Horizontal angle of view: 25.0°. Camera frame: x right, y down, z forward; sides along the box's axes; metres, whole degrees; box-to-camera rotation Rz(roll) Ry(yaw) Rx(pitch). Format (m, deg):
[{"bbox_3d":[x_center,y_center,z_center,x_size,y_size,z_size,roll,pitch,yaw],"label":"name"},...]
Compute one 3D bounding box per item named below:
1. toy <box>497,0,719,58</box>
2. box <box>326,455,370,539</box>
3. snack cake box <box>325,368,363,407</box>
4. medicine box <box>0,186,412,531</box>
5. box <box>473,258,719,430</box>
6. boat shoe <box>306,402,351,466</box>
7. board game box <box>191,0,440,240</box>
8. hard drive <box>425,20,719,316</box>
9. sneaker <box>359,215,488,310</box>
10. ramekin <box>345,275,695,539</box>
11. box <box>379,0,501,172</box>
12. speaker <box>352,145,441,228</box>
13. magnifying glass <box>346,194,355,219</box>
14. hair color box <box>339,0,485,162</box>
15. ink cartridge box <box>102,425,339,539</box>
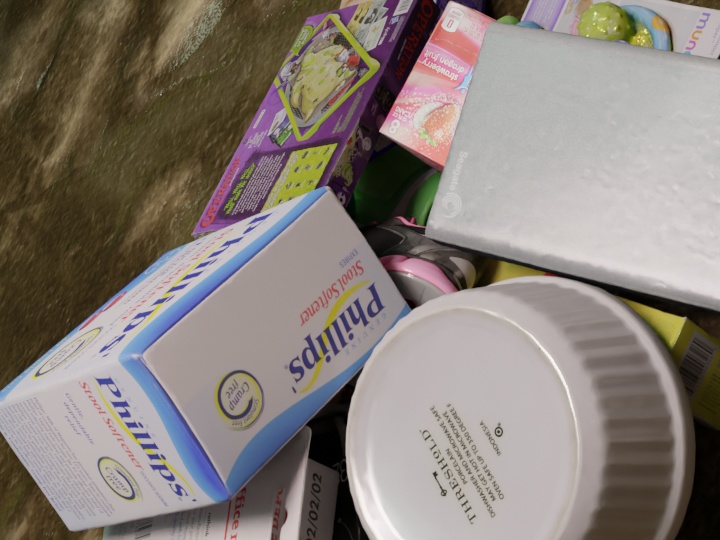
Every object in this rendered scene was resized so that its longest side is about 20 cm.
[{"bbox_3d":[0.158,-0.150,1.143,0.199,0.047,0.116,24,89,54],"label":"toy"},{"bbox_3d":[-0.006,0.246,1.025,0.148,0.124,0.201,-33,46,34],"label":"box"},{"bbox_3d":[-0.047,0.088,1.182,0.067,0.115,0.202,12,77,52],"label":"snack cake box"},{"bbox_3d":[-0.101,0.057,1.001,0.199,0.103,0.182,-20,18,50],"label":"medicine box"},{"bbox_3d":[0.143,0.039,1.020,0.199,0.075,0.050,23,84,54],"label":"box"},{"bbox_3d":[-0.001,0.117,1.078,0.198,0.066,0.073,-9,66,7],"label":"boat shoe"},{"bbox_3d":[-0.029,-0.102,1.105,0.119,0.032,0.201,-2,52,42],"label":"board game box"},{"bbox_3d":[0.146,-0.062,0.954,0.199,0.033,0.141,15,85,30],"label":"hard drive"},{"bbox_3d":[0.000,0.000,1.084,0.199,0.079,0.096,4,40,37],"label":"sneaker"},{"bbox_3d":[0.080,0.100,0.922,0.201,0.094,0.205,-4,83,36],"label":"ramekin"},{"bbox_3d":[0.126,-0.079,1.044,0.199,0.095,0.103,30,92,32],"label":"box"},{"bbox_3d":[0.018,-0.056,1.220,0.200,0.088,0.089,27,89,54],"label":"speaker"},{"bbox_3d":[-0.038,-0.036,1.221,0.022,0.201,0.080,-33,68,-20],"label":"magnifying glass"},{"bbox_3d":[0.032,-0.171,1.225,0.109,0.065,0.201,-30,23,23],"label":"hair color box"},{"bbox_3d":[-0.080,0.178,0.997,0.199,0.068,0.116,-23,50,42],"label":"ink cartridge box"}]
